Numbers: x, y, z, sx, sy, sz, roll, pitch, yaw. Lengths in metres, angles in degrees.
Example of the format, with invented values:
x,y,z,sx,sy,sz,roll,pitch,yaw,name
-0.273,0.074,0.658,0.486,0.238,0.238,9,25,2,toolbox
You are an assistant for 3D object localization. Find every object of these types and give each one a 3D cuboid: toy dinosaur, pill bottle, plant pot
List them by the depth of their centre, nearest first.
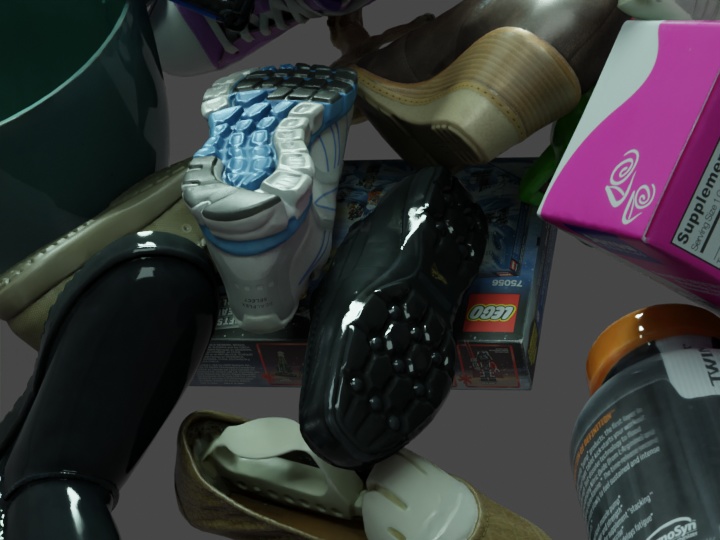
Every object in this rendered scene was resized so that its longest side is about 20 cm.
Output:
x,y,z,sx,sy,sz,roll,pitch,yaw,name
0.148,0.106,0.814,0.106,0.107,0.201,-12,44,3,pill bottle
-0.196,-0.079,1.055,0.199,0.161,0.201,-8,47,9,plant pot
-0.007,-0.102,1.117,0.101,0.058,0.200,-8,32,26,toy dinosaur

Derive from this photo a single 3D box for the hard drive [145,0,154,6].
x,y,z,sx,sy,sz,roll,pitch,yaw,name
-0.227,-0.164,1.147,0.199,0.135,0.042,-23,51,20,hard drive

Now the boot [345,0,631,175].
x,y,z,sx,sy,sz,roll,pitch,yaw,name
0.082,-0.125,0.981,0.166,0.072,0.200,-46,20,-8,boot

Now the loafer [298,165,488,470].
x,y,z,sx,sy,sz,roll,pitch,yaw,name
0.008,0.026,0.899,0.070,0.068,0.201,-31,21,33,loafer

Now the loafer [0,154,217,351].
x,y,z,sx,sy,sz,roll,pitch,yaw,name
-0.102,-0.010,0.975,0.200,0.068,0.076,-35,11,-36,loafer

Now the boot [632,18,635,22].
x,y,z,sx,sy,sz,roll,pitch,yaw,name
0.093,-0.199,1.079,0.072,0.200,0.145,-25,41,18,boot

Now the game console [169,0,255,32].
x,y,z,sx,sy,sz,roll,pitch,yaw,name
-0.058,-0.222,1.017,0.170,0.119,0.200,23,28,-7,game console

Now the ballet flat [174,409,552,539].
x,y,z,sx,sy,sz,roll,pitch,yaw,name
-0.005,0.104,0.883,0.199,0.073,0.068,15,51,28,ballet flat

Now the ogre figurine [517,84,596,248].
x,y,z,sx,sy,sz,roll,pitch,yaw,name
0.151,-0.049,0.970,0.119,0.098,0.201,17,56,-17,ogre figurine

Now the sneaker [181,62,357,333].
x,y,z,sx,sy,sz,roll,pitch,yaw,name
-0.042,-0.037,0.929,0.075,0.087,0.200,-1,28,11,sneaker

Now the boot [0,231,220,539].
x,y,z,sx,sy,sz,roll,pitch,yaw,name
-0.112,0.105,0.855,0.200,0.076,0.168,-53,35,25,boot

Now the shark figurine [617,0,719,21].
x,y,z,sx,sy,sz,roll,pitch,yaw,name
0.215,-0.113,0.875,0.128,0.214,0.090,25,91,52,shark figurine

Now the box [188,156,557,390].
x,y,z,sx,sy,sz,roll,pitch,yaw,name
0.000,0.000,1.012,0.199,0.040,0.137,0,45,16,box

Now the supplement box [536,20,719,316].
x,y,z,sx,sy,sz,roll,pitch,yaw,name
0.195,-0.022,0.838,0.104,0.199,0.101,-63,21,-3,supplement box

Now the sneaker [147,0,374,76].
x,y,z,sx,sy,sz,roll,pitch,yaw,name
-0.049,-0.168,1.123,0.200,0.073,0.114,-31,20,15,sneaker
